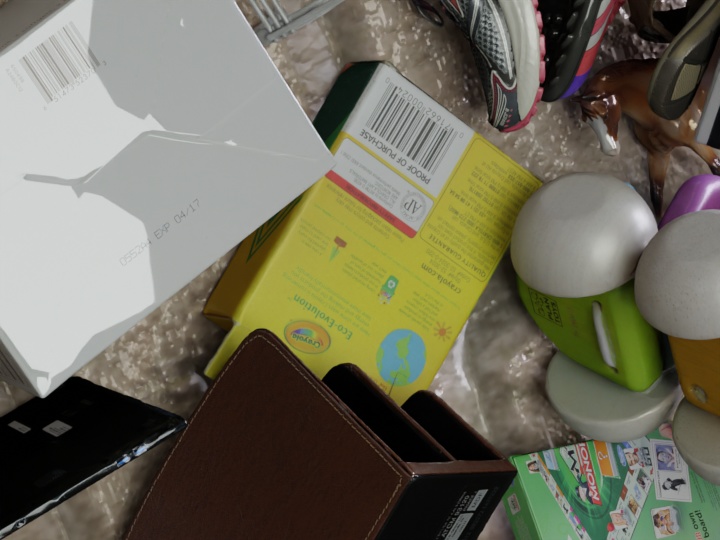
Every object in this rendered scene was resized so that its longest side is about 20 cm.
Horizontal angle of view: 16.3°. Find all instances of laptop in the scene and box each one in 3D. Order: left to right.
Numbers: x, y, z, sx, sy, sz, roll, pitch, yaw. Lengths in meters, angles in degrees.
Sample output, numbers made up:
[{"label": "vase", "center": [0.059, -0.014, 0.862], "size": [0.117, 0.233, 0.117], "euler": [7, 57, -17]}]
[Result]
[{"label": "laptop", "center": [-0.180, 0.153, 1.264], "size": [0.199, 0.177, 0.104], "euler": [-31, 106, -19]}]

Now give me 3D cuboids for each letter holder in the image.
[{"label": "letter holder", "center": [-0.036, 0.145, 1.353], "size": [0.100, 0.142, 0.201], "euler": [3, 122, -53]}]

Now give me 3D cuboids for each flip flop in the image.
[{"label": "flip flop", "center": [0.183, -0.160, 1.434], "size": [0.057, 0.081, 0.201], "euler": [19, 46, 1]}]

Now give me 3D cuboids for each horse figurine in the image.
[{"label": "horse figurine", "center": [0.222, -0.102, 1.501], "size": [0.199, 0.050, 0.133], "euler": [-34, 111, -14]}]

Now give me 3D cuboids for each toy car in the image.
[{"label": "toy car", "center": [0.188, 0.012, 1.418], "size": [0.150, 0.199, 0.176], "euler": [-48, 138, -29]}]

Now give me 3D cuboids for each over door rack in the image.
[{"label": "over door rack", "center": [-0.012, -0.218, 1.319], "size": [0.148, 0.199, 0.067], "euler": [56, 38, -17]}]

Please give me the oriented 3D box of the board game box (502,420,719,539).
[{"label": "board game box", "center": [0.169, 0.192, 1.458], "size": [0.134, 0.029, 0.201], "euler": [-10, 71, -27]}]

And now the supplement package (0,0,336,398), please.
[{"label": "supplement package", "center": [-0.146, -0.061, 1.299], "size": [0.200, 0.111, 0.156], "euler": [-39, 109, -18]}]

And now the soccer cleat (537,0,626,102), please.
[{"label": "soccer cleat", "center": [0.147, -0.190, 1.452], "size": [0.073, 0.068, 0.202], "euler": [16, 86, -31]}]

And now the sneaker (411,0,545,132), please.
[{"label": "sneaker", "center": [0.047, -0.170, 1.405], "size": [0.074, 0.081, 0.201], "euler": [-24, 97, -4]}]

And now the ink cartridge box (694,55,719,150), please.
[{"label": "ink cartridge box", "center": [0.242, -0.169, 1.435], "size": [0.039, 0.100, 0.201], "euler": [18, 55, 7]}]

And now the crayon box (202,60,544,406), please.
[{"label": "crayon box", "center": [0.000, 0.000, 1.405], "size": [0.127, 0.051, 0.201], "euler": [35, 79, -23]}]
